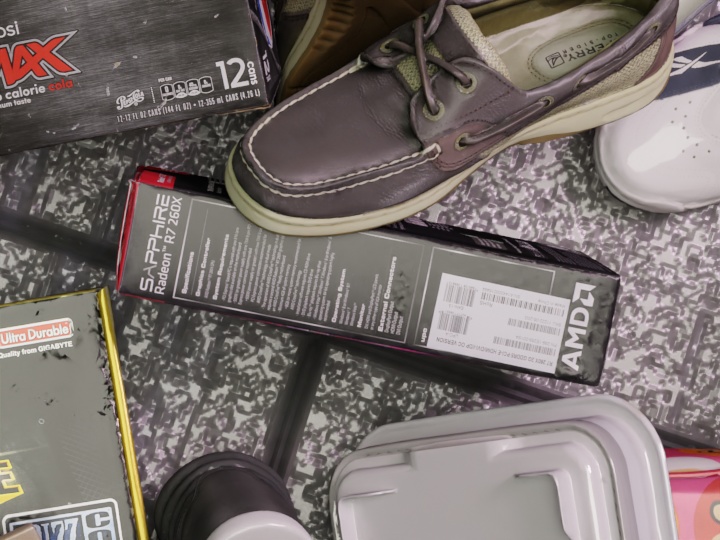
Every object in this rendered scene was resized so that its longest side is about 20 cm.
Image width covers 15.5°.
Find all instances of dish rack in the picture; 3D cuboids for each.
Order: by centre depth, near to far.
[{"bbox_3d":[0.056,0.157,1.078,0.043,0.171,0.201,-4,85,-48],"label":"dish rack"}]

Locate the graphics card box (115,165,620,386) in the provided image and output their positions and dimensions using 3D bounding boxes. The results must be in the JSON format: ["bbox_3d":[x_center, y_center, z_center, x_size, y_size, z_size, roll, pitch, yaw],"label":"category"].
[{"bbox_3d":[0.000,0.000,1.091,0.199,0.125,0.051,10,94,-5],"label":"graphics card box"}]

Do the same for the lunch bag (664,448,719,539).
[{"bbox_3d":[0.168,0.164,1.125,0.199,0.082,0.177,-2,91,-2],"label":"lunch bag"}]

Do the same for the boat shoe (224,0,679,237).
[{"bbox_3d":[0.038,-0.076,1.038,0.200,0.066,0.072,-21,58,-21],"label":"boat shoe"}]

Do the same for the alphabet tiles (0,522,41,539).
[{"bbox_3d":[-0.149,0.197,1.017,0.199,0.008,0.168,-26,105,-2],"label":"alphabet tiles"}]

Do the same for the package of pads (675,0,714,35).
[{"bbox_3d":[0.070,-0.176,1.137,0.154,0.068,0.200,-40,90,-7],"label":"package of pads"}]

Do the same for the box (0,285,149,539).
[{"bbox_3d":[-0.191,0.101,1.111,0.199,0.049,0.161,-9,90,-5],"label":"box"}]

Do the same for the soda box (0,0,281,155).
[{"bbox_3d":[-0.135,-0.085,1.057,0.199,0.063,0.071,-10,102,5],"label":"soda box"}]

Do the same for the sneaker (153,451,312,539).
[{"bbox_3d":[-0.042,0.164,1.114,0.070,0.099,0.201,-10,119,-9],"label":"sneaker"}]

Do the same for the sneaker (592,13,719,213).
[{"bbox_3d":[0.197,-0.085,1.111,0.198,0.130,0.080,-16,88,-5],"label":"sneaker"}]

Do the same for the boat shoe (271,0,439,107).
[{"bbox_3d":[0.000,-0.121,1.080,0.073,0.200,0.065,-8,59,-19],"label":"boat shoe"}]
